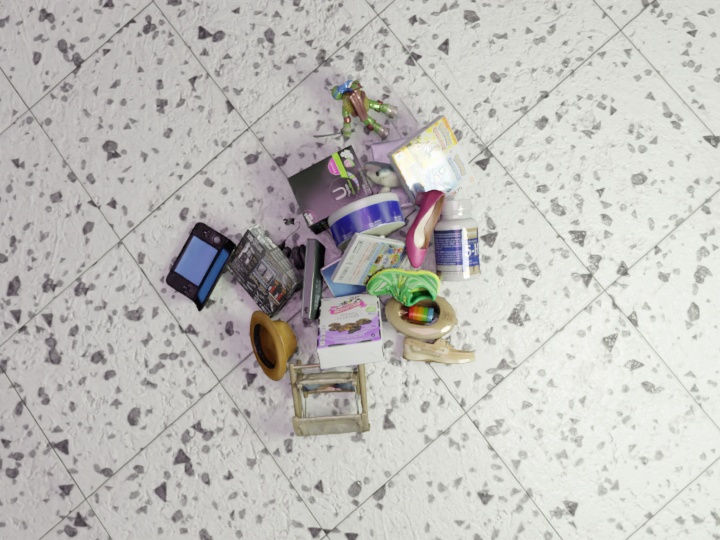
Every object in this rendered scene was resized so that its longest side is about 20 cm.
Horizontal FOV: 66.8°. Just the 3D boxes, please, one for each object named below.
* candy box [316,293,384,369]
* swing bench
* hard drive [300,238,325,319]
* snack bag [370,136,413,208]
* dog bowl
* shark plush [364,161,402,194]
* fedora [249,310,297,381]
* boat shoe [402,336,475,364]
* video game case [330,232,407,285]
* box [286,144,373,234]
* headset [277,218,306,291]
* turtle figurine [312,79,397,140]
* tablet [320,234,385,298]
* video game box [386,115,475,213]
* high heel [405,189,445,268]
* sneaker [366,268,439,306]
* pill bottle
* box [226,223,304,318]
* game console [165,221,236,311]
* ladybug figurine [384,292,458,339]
[{"bbox_3d":[-0.026,0.150,1.413,0.162,0.202,0.073,-8,123,4],"label":"candy box"},{"bbox_3d":[-0.079,0.334,1.434,0.192,0.130,0.207,-5,85,3],"label":"swing bench"},{"bbox_3d":[-0.125,0.026,1.460,0.032,0.140,0.207,4,85,6],"label":"hard drive"},{"bbox_3d":[0.131,-0.279,1.528,0.182,0.021,0.207,-10,84,4],"label":"snack bag"},{"bbox_3d":[0.016,-0.127,1.433,0.195,0.200,0.081,-20,83,2],"label":"dog bowl"},{"bbox_3d":[0.108,-0.281,1.490,0.194,0.092,0.085,-16,54,9],"label":"shark plush"},{"bbox_3d":[-0.226,0.191,1.457,0.080,0.200,0.206,-16,82,-33],"label":"fedora"},{"bbox_3d":[0.209,0.210,1.452,0.193,0.071,0.067,3,86,6],"label":"boat shoe"},{"bbox_3d":[0.030,-0.022,1.415,0.018,0.196,0.145,51,122,39],"label":"video game case"},{"bbox_3d":[-0.076,-0.215,1.487,0.196,0.124,0.152,-26,82,3],"label":"box"},{"bbox_3d":[-0.193,-0.040,1.495,0.119,0.094,0.207,5,96,5],"label":"headset"},{"bbox_3d":[-0.007,-0.447,1.529,0.189,0.200,0.147,22,56,-16],"label":"turtle figurine"},{"bbox_3d":[0.000,0.000,1.482,0.196,0.014,0.132,-28,121,1],"label":"tablet"},{"bbox_3d":[0.191,-0.272,1.452,0.180,0.047,0.202,-37,112,-8],"label":"video game box"},{"bbox_3d":[0.172,-0.104,1.401,0.066,0.095,0.207,10,91,-33],"label":"high heel"},{"bbox_3d":[0.109,0.045,1.420,0.193,0.075,0.085,-3,49,10],"label":"sneaker"},{"bbox_3d":[0.251,-0.081,1.433,0.116,0.120,0.207,-4,97,4],"label":"pill bottle"},{"bbox_3d":[-0.262,0.004,1.479,0.200,0.050,0.158,47,124,8],"label":"box"},{"bbox_3d":[-0.441,-0.016,1.502,0.173,0.116,0.204,30,87,6],"label":"game console"},{"bbox_3d":[0.161,0.125,1.450,0.194,0.073,0.139,12,58,14],"label":"ladybug figurine"}]
